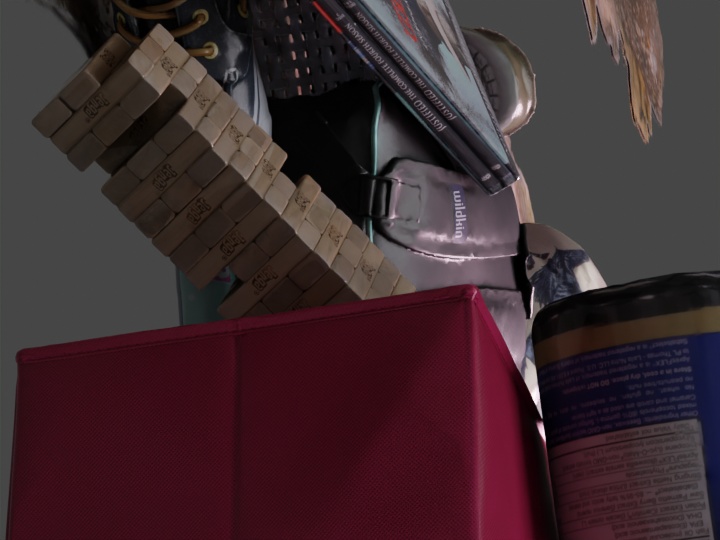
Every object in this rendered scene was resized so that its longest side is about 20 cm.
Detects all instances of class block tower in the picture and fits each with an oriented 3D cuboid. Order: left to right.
[{"bbox_3d":[-0.046,-0.016,1.177,0.200,0.054,0.058,45,24,-8],"label":"block tower"}]

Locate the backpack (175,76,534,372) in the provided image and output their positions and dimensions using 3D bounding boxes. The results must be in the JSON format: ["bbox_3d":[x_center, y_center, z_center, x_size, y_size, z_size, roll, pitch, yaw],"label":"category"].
[{"bbox_3d":[0.000,0.000,1.346,0.200,0.153,0.177,-2,86,-60],"label":"backpack"}]

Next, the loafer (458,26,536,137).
[{"bbox_3d":[0.060,-0.113,1.634,0.200,0.069,0.076,-169,-112,-69],"label":"loafer"}]

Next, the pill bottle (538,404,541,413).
[{"bbox_3d":[0.088,0.179,1.705,0.112,0.112,0.201,57,29,-60],"label":"pill bottle"}]

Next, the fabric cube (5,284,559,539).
[{"bbox_3d":[-0.023,0.148,1.109,0.196,0.199,0.200,58,26,-57],"label":"fabric cube"}]

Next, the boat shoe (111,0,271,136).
[{"bbox_3d":[-0.086,-0.114,1.228,0.091,0.070,0.201,27,62,-70],"label":"boat shoe"}]

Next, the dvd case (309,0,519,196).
[{"bbox_3d":[0.000,-0.138,1.268,0.200,0.022,0.146,46,18,-45],"label":"dvd case"}]

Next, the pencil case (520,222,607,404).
[{"bbox_3d":[0.061,0.061,1.532,0.078,0.089,0.200,48,64,-12],"label":"pencil case"}]

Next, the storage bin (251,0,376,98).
[{"bbox_3d":[-0.003,-0.084,1.509,0.135,0.093,0.201,-38,121,-73],"label":"storage bin"}]

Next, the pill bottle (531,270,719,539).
[{"bbox_3d":[0.136,0.107,1.132,0.112,0.111,0.201,26,55,-73],"label":"pill bottle"}]
